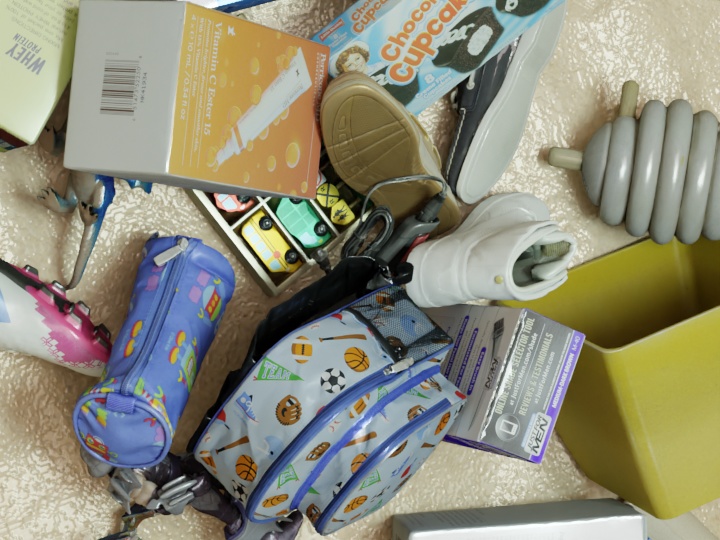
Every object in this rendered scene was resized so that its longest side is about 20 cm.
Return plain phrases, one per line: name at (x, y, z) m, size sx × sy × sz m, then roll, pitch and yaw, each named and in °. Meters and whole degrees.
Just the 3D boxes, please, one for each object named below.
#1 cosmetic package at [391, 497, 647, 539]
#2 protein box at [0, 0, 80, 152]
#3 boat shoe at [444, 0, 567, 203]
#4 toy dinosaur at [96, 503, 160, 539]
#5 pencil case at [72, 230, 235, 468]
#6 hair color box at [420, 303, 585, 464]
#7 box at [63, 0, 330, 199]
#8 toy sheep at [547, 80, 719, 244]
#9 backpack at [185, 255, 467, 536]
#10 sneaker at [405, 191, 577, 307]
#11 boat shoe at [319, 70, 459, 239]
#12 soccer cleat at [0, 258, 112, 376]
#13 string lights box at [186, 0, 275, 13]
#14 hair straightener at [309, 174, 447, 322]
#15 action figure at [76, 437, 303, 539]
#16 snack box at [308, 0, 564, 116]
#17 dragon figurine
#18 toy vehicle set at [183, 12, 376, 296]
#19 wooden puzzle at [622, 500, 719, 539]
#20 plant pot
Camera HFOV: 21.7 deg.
cosmetic package at (0.131, 0.236, 1.564) m, size 0.199 × 0.102 × 0.074 m, roll -2°, pitch 92°, yaw -7°
protein box at (-0.294, -0.224, 1.408) m, size 0.198 × 0.135 × 0.200 m, roll 31°, pitch 80°, yaw -18°
boat shoe at (0.111, -0.156, 1.595) m, size 0.060 × 0.074 × 0.201 m, roll 21°, pitch 90°, yaw 26°
toy dinosaur at (-0.152, 0.277, 1.514) m, size 0.199 × 0.105 × 0.182 m, roll -14°, pitch 107°, yaw 14°
pencil case at (-0.155, 0.055, 1.443) m, size 0.078 × 0.087 × 0.200 m, roll 8°, pitch 45°, yaw 10°
hair color box at (0.093, 0.086, 1.515) m, size 0.065 × 0.200 × 0.110 m, roll 22°, pitch 83°, yaw -20°
box at (-0.118, -0.125, 1.409) m, size 0.200 × 0.097 × 0.125 m, roll 6°, pitch 90°, yaw -60°
toy sheep at (0.261, -0.088, 1.619) m, size 0.199 × 0.138 × 0.138 m, roll 7°, pitch 88°, yaw 11°
backpack at (-0.029, 0.113, 1.430) m, size 0.190 × 0.200 × 0.154 m, roll -14°, pitch 52°, yaw -48°
sneaker at (0.135, -0.016, 1.536) m, size 0.200 × 0.115 × 0.074 m, roll -33°, pitch 115°, yaw -52°
boat shoe at (0.018, -0.101, 1.520) m, size 0.074 × 0.069 × 0.200 m, roll -23°, pitch 141°, yaw 10°
soccer cleat at (-0.282, 0.033, 1.458) m, size 0.200 × 0.070 × 0.086 m, roll 39°, pitch 96°, yaw -15°
string lights box at (-0.072, -0.247, 1.506) m, size 0.199 × 0.103 × 0.059 m, roll -17°, pitch 96°, yaw -19°
hair straightener at (0.000, 0.000, 1.518) m, size 0.077 × 0.041 × 0.200 m, roll 26°, pitch 112°, yaw -32°
action figure at (-0.140, 0.160, 1.482) m, size 0.200 × 0.130 × 0.069 m, roll 25°, pitch 113°, yaw -33°
snack box at (0.067, -0.206, 1.525) m, size 0.200 × 0.037 × 0.116 m, roll -38°, pitch 139°, yaw 8°
dragon figurine at (-0.200, -0.083, 1.470) m, size 0.099 × 0.059 × 0.201 m, roll -35°, pitch 128°, yaw -49°
toy vehicle set at (-0.086, -0.094, 1.541) m, size 0.124 × 0.027 × 0.200 m, roll -41°, pitch 103°, yaw -15°
wooden puzzle at (0.261, 0.312, 1.659) m, size 0.185 × 0.046 × 0.200 m, roll 43°, pitch 76°, yaw -15°
plant pot at (0.261, 0.092, 1.589) m, size 0.199 × 0.200 × 0.177 m, roll -21°, pitch 108°, yaw -19°
